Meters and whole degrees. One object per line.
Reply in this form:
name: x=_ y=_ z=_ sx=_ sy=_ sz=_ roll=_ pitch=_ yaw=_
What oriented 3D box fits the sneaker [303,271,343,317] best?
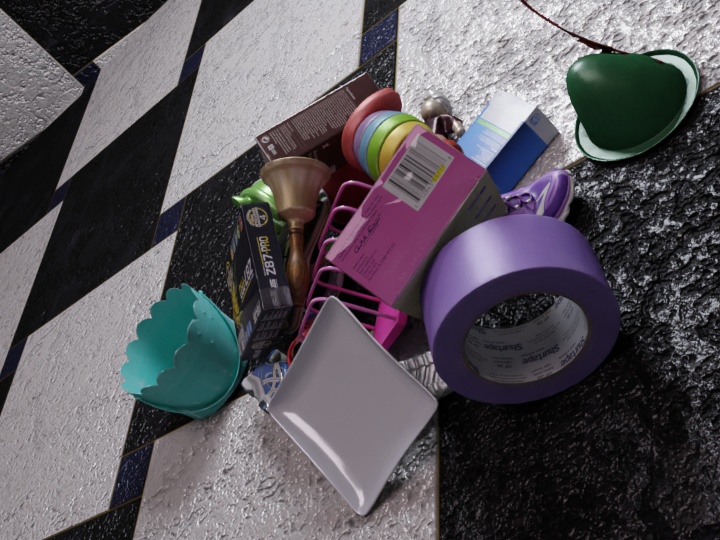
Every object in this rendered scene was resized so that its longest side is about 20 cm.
sneaker: x=-0.107 y=0.038 z=1.410 sx=0.199 sy=0.077 sz=0.079 roll=-21 pitch=44 yaw=39

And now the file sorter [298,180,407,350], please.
file sorter: x=0.000 y=0.000 z=1.216 sx=0.139 sy=0.124 sz=0.202 roll=118 pitch=166 yaw=-57

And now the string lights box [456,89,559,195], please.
string lights box: x=0.170 y=-0.146 z=1.235 sx=0.201 sy=0.059 sz=0.103 roll=-51 pitch=32 yaw=6

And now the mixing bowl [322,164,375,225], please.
mixing bowl: x=-0.016 y=-0.187 z=1.467 sx=0.199 sy=0.108 sz=0.202 roll=-32 pitch=40 yaw=31

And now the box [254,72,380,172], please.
box: x=-0.052 y=-0.202 z=1.343 sx=0.199 sy=0.100 sz=0.075 roll=-33 pitch=68 yaw=-8

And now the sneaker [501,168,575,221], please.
sneaker: x=0.182 y=-0.068 z=1.129 sx=0.199 sy=0.083 sz=0.081 roll=-33 pitch=39 yaw=29

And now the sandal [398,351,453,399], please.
sandal: x=0.041 y=0.158 z=1.144 sx=0.201 sy=0.050 sz=0.083 roll=-14 pitch=64 yaw=29

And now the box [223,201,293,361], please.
box: x=-0.152 y=0.020 z=1.283 sx=0.200 sy=0.049 sz=0.163 roll=122 pitch=135 yaw=-60

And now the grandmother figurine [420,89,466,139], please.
grandmother figurine: x=0.111 y=-0.197 z=1.360 sx=0.120 sy=0.061 sz=0.202 roll=-18 pitch=50 yaw=31

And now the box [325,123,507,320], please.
box: x=0.071 y=-0.046 z=1.022 sx=0.096 sy=0.200 sz=0.177 roll=36 pitch=93 yaw=18

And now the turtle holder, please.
turtle holder: x=-0.106 y=-0.082 z=1.417 sx=0.131 sy=0.142 sz=0.185 roll=-38 pitch=38 yaw=-29

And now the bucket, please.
bucket: x=-0.292 y=0.144 z=1.498 sx=0.206 sy=0.134 sz=0.209 roll=-33 pitch=39 yaw=31

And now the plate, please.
plate: x=-0.010 y=0.167 z=1.106 sx=0.199 sy=0.032 sz=0.201 roll=43 pitch=117 yaw=26

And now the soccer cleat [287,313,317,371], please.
soccer cleat: x=-0.071 y=0.110 z=1.276 sx=0.066 sy=0.077 sz=0.201 roll=-28 pitch=28 yaw=15

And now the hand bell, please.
hand bell: x=-0.089 y=-0.045 z=1.245 sx=0.104 sy=0.104 sz=0.202 roll=-21 pitch=64 yaw=41

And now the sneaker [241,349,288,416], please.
sneaker: x=-0.107 y=0.175 z=1.288 sx=0.077 sy=0.076 sz=0.200 roll=-55 pitch=37 yaw=-4

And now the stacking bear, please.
stacking bear: x=0.070 y=-0.160 z=1.228 sx=0.113 sy=0.122 sz=0.200 roll=-29 pitch=36 yaw=-21

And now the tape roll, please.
tape roll: x=0.166 y=0.045 z=0.940 sx=0.200 sy=0.199 sz=0.085 roll=-38 pitch=37 yaw=23

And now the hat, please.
hat: x=0.279 y=-0.249 z=1.077 sx=0.199 sy=0.176 sz=0.167 roll=4 pitch=64 yaw=53

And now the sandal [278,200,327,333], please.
sandal: x=-0.087 y=-0.006 z=1.325 sx=0.079 sy=0.057 sz=0.203 roll=13 pitch=91 yaw=49
